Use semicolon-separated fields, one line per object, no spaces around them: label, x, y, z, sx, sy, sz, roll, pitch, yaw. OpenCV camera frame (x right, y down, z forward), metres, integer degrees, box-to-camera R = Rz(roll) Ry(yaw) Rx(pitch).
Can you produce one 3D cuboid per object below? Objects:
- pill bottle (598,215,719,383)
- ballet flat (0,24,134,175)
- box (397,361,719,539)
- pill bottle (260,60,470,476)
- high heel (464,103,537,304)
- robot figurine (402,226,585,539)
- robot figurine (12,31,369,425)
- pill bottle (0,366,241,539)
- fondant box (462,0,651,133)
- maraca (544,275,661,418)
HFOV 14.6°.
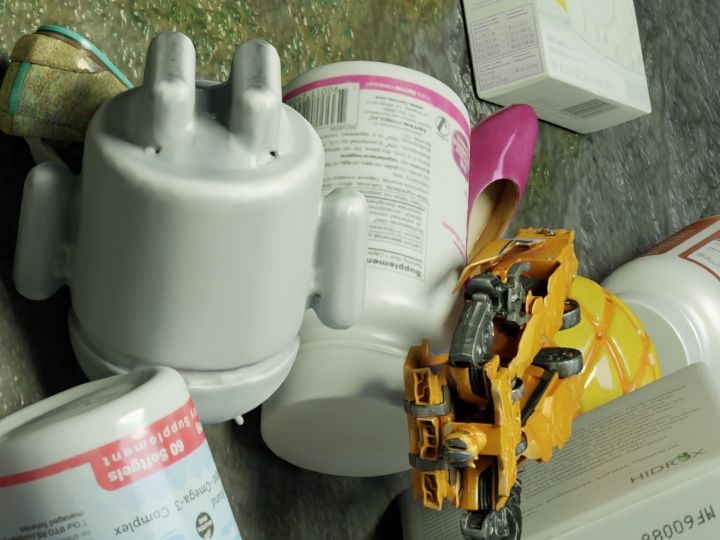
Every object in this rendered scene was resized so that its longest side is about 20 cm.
pill bottle;0.212;0.037;1.845;0.200;0.112;0.113;-26;99;-59
ballet flat;-0.111;-0.049;1.404;0.200;0.070;0.071;38;46;-47
box;0.146;0.193;1.531;0.171;0.199;0.200;-93;159;-75
pill bottle;0.000;0.000;1.507;0.113;0.113;0.201;38;46;-45
high heel;0.073;-0.003;1.576;0.200;0.096;0.067;-56;145;-23
robot figurine;0.070;0.057;1.442;0.200;0.058;0.146;-44;133;-63
robot figurine;-0.078;-0.010;1.332;0.113;0.168;0.201;-88;-174;-60
pill bottle;-0.099;0.154;1.274;0.109;0.108;0.201;-32;105;-59
fondant box;0.121;-0.203;1.858;0.144;0.058;0.201;12;65;-57
maraca;0.094;0.057;1.654;0.199;0.107;0.138;10;54;-31
